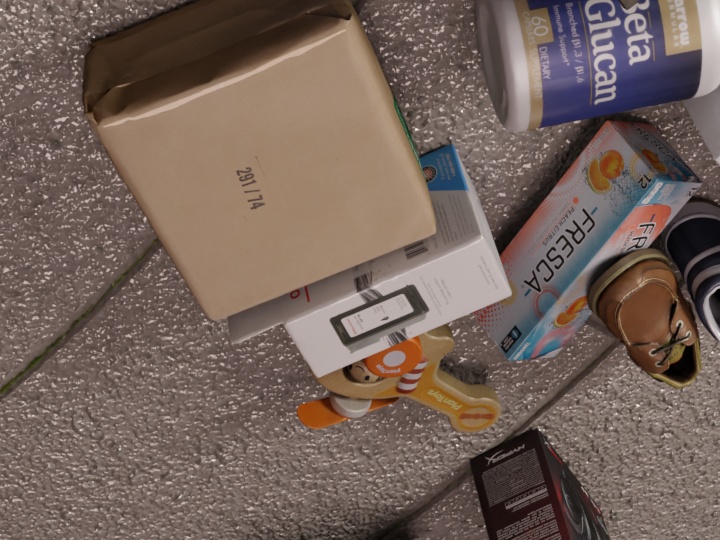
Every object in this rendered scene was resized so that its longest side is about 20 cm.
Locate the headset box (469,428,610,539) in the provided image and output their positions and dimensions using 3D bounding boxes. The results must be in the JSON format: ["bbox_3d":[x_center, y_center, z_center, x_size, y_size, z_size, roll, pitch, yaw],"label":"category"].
[{"bbox_3d":[0.176,0.265,1.437,0.077,0.200,0.149,-28,130,13],"label":"headset box"}]

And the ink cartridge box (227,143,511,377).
[{"bbox_3d":[0.000,0.000,1.221,0.199,0.116,0.068,-23,130,9],"label":"ink cartridge box"}]

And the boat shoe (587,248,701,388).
[{"bbox_3d":[0.236,0.041,1.293,0.072,0.068,0.200,-39,155,8],"label":"boat shoe"}]

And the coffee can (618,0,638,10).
[{"bbox_3d":[0.204,-0.276,0.995,0.200,0.147,0.146,-34,129,12],"label":"coffee can"}]

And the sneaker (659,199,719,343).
[{"bbox_3d":[0.333,0.020,1.318,0.199,0.109,0.070,20,125,-27],"label":"sneaker"}]

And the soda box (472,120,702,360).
[{"bbox_3d":[0.170,-0.021,1.263,0.063,0.069,0.200,-1,137,-46],"label":"soda box"}]

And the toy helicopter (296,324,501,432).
[{"bbox_3d":[0.036,0.094,1.341,0.200,0.079,0.132,30,120,-37],"label":"toy helicopter"}]

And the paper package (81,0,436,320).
[{"bbox_3d":[-0.066,-0.091,1.137,0.190,0.104,0.200,-21,131,6],"label":"paper package"}]

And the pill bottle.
[{"bbox_3d":[0.186,-0.166,1.120,0.199,0.111,0.111,-12,132,-3],"label":"pill bottle"}]

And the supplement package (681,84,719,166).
[{"bbox_3d":[0.339,-0.094,1.214,0.117,0.118,0.200,-37,128,20],"label":"supplement package"}]
